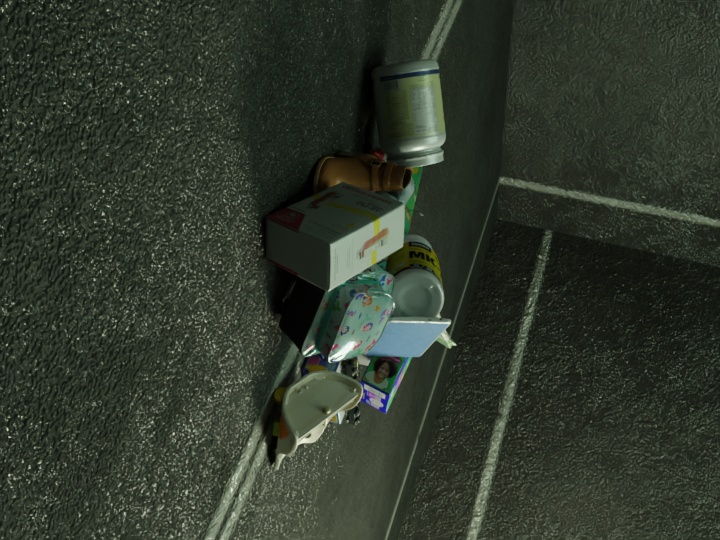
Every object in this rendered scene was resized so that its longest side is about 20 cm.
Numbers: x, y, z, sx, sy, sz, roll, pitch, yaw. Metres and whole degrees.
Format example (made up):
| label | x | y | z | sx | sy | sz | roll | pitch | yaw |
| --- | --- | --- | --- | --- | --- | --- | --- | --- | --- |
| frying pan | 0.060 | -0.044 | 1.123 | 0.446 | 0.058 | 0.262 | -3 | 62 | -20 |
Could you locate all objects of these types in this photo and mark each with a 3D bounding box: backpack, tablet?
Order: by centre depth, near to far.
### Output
| label | x | y | z | sx | sy | sz | roll | pitch | yaw |
| --- | --- | --- | --- | --- | --- | --- | --- | --- | --- |
| backpack | -0.026 | 0.060 | 1.310 | 0.198 | 0.150 | 0.181 | -9 | 129 | -54 |
| tablet | 0.087 | 0.131 | 1.432 | 0.201 | 0.126 | 0.014 | 119 | -30 | -62 |

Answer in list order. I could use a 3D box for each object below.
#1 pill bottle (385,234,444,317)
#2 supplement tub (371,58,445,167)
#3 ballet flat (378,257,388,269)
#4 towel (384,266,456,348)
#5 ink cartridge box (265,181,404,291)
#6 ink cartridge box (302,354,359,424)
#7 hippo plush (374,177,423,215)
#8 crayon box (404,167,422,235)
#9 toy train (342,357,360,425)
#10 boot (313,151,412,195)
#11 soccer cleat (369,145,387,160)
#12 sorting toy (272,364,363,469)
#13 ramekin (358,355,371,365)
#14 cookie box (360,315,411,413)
| label | x | y | z | sx | sy | sz | roll | pitch | yaw |
| --- | --- | --- | --- | --- | --- | --- | --- | --- | --- |
| pill bottle | 0.105 | 0.012 | 1.463 | 0.201 | 0.111 | 0.117 | -87 | -178 | -64 |
| supplement tub | 0.101 | -0.322 | 1.520 | 0.145 | 0.141 | 0.206 | -38 | 122 | -65 |
| ballet flat | 0.000 | 0.000 | 1.611 | 0.199 | 0.069 | 0.072 | -39 | 140 | -53 |
| towel | 0.130 | 0.083 | 1.641 | 0.023 | 0.151 | 0.202 | -45 | 134 | -15 |
| ink cartridge box | -0.039 | -0.063 | 1.208 | 0.198 | 0.143 | 0.085 | -30 | 132 | -44 |
| ink cartridge box | -0.060 | 0.204 | 1.554 | 0.203 | 0.074 | 0.138 | 86 | 21 | -48 |
| hippo plush | 0.039 | -0.103 | 1.499 | 0.158 | 0.198 | 0.164 | -33 | 147 | -36 |
| crayon box | 0.087 | -0.151 | 1.724 | 0.119 | 0.057 | 0.204 | 121 | -15 | -61 |
| toy train | -0.016 | 0.250 | 1.551 | 0.046 | 0.033 | 0.204 | -68 | 162 | -46 |
| boot | 0.005 | -0.168 | 1.356 | 0.201 | 0.151 | 0.075 | -54 | 153 | -53 |
| soccer cleat | 0.026 | -0.174 | 1.619 | 0.072 | 0.068 | 0.205 | -3 | 114 | -44 |
| sorting toy | -0.110 | 0.300 | 1.430 | 0.198 | 0.106 | 0.183 | -28 | 146 | -46 |
| ramekin | 0.030 | 0.132 | 1.745 | 0.202 | 0.092 | 0.207 | 21 | 89 | -75 |
| cookie box | 0.071 | 0.190 | 1.615 | 0.172 | 0.074 | 0.203 | 92 | 23 | -67 |
